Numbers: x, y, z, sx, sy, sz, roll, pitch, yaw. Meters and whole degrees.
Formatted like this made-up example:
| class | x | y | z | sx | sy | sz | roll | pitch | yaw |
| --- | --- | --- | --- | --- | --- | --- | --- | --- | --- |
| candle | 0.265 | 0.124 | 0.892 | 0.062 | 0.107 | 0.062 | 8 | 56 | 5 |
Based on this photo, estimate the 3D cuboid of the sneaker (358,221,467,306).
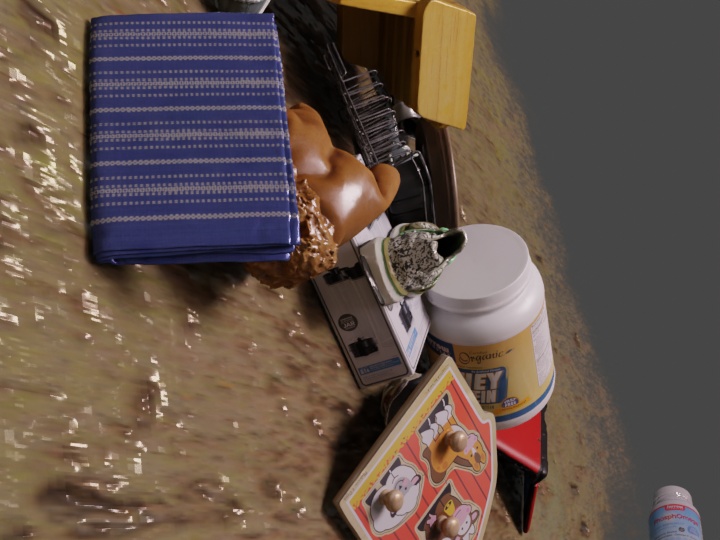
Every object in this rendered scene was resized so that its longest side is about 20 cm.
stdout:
| class | x | y | z | sx | sy | sz | roll | pitch | yaw |
| --- | --- | --- | --- | --- | --- | --- | --- | --- | --- |
| sneaker | 0.070 | -0.014 | 1.058 | 0.078 | 0.087 | 0.200 | 71 | 21 | -5 |

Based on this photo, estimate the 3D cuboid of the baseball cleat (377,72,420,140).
| class | x | y | z | sx | sy | sz | roll | pitch | yaw |
| --- | --- | --- | --- | --- | --- | --- | --- | --- | --- |
| baseball cleat | 0.051 | -0.249 | 1.374 | 0.201 | 0.069 | 0.107 | 55 | 27 | -37 |

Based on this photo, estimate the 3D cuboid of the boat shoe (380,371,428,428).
| class | x | y | z | sx | sy | sz | roll | pitch | yaw |
| --- | --- | --- | --- | --- | --- | --- | --- | --- | --- |
| boat shoe | 0.052 | 0.135 | 1.084 | 0.200 | 0.062 | 0.072 | -4 | 108 | -73 |

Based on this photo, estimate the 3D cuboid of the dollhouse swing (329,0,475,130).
| class | x | y | z | sx | sy | sz | roll | pitch | yaw |
| --- | --- | --- | --- | --- | --- | --- | --- | --- | --- |
| dollhouse swing | -0.001 | -0.250 | 1.169 | 0.200 | 0.174 | 0.184 | 45 | -39 | 48 |

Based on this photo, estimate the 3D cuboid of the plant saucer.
| class | x | y | z | sx | sy | sz | roll | pitch | yaw |
| --- | --- | --- | --- | --- | --- | --- | --- | --- | --- |
| plant saucer | 0.092 | -0.102 | 1.324 | 0.200 | 0.029 | 0.204 | 174 | -90 | -88 |

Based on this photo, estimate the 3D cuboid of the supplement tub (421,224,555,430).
| class | x | y | z | sx | sy | sz | roll | pitch | yaw |
| --- | --- | --- | --- | --- | --- | --- | --- | --- | --- |
| supplement tub | 0.141 | 0.064 | 1.214 | 0.146 | 0.142 | 0.202 | -81 | 160 | -48 |

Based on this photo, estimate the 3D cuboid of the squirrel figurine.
| class | x | y | z | sx | sy | sz | roll | pitch | yaw |
| --- | --- | --- | --- | --- | --- | --- | --- | --- | --- |
| squirrel figurine | -0.081 | -0.090 | 0.851 | 0.188 | 0.140 | 0.201 | 59 | 22 | -17 |

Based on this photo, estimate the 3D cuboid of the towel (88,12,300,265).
| class | x | y | z | sx | sy | sz | roll | pitch | yaw |
| --- | --- | --- | --- | --- | --- | --- | --- | --- | --- |
| towel | -0.121 | -0.097 | 0.773 | 0.024 | 0.142 | 0.203 | 108 | -22 | -64 |

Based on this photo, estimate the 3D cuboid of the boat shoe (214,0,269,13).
| class | x | y | z | sx | sy | sz | roll | pitch | yaw |
| --- | --- | --- | --- | --- | --- | --- | --- | --- | --- |
| boat shoe | -0.111 | -0.304 | 1.055 | 0.201 | 0.072 | 0.062 | -90 | -163 | -51 |

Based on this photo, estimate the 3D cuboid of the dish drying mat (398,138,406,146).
| class | x | y | z | sx | sy | sz | roll | pitch | yaw |
| --- | --- | --- | --- | --- | --- | --- | --- | --- | --- |
| dish drying mat | 0.061 | -0.071 | 1.337 | 0.077 | 0.018 | 0.203 | 34 | 44 | -58 |

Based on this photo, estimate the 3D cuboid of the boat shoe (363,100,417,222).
| class | x | y | z | sx | sy | sz | roll | pitch | yaw |
| --- | --- | --- | --- | --- | --- | --- | --- | --- | --- |
| boat shoe | 0.048 | -0.110 | 1.254 | 0.073 | 0.061 | 0.203 | 32 | 46 | -60 |

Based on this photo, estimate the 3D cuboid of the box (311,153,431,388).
| class | x | y | z | sx | sy | sz | roll | pitch | yaw |
| --- | --- | --- | --- | --- | --- | --- | --- | --- | --- |
| box | 0.000 | 0.000 | 1.078 | 0.202 | 0.059 | 0.117 | 66 | 22 | -18 |

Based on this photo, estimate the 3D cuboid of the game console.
| class | x | y | z | sx | sy | sz | roll | pitch | yaw |
| --- | --- | --- | --- | --- | --- | --- | --- | --- | --- |
| game console | 0.194 | 0.217 | 1.457 | 0.171 | 0.119 | 0.201 | 31 | 36 | -14 |

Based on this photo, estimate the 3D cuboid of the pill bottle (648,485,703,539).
| class | x | y | z | sx | sy | sz | roll | pitch | yaw |
| --- | --- | --- | --- | --- | --- | --- | --- | --- | --- |
| pill bottle | 0.647 | 0.544 | 2.211 | 0.110 | 0.107 | 0.201 | 61 | 24 | -28 |

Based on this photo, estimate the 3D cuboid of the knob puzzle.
| class | x | y | z | sx | sy | sz | roll | pitch | yaw |
| --- | --- | --- | --- | --- | --- | --- | --- | --- | --- |
| knob puzzle | 0.076 | 0.212 | 1.010 | 0.218 | 0.030 | 0.223 | -11 | 106 | -43 |

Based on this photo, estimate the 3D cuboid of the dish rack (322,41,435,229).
| class | x | y | z | sx | sy | sz | roll | pitch | yaw |
| --- | --- | --- | --- | --- | --- | --- | --- | --- | --- |
| dish rack | 0.017 | -0.145 | 1.143 | 0.154 | 0.054 | 0.202 | 76 | -8 | -72 |
